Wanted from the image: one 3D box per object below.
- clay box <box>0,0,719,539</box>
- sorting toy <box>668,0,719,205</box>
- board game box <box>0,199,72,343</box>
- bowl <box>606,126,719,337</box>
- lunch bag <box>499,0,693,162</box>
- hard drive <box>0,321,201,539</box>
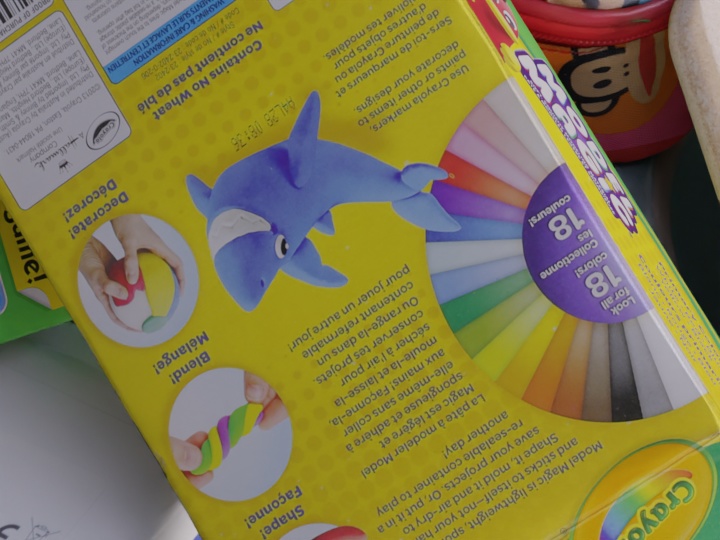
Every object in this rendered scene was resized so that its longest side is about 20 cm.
[{"bbox_3d":[0.000,0.000,0.651,0.115,0.048,0.201,-33,85,16],"label":"clay box"},{"bbox_3d":[0.151,0.009,0.724,0.199,0.036,0.186,-14,86,-52],"label":"sorting toy"},{"bbox_3d":[-0.149,-0.067,0.689,0.134,0.029,0.201,-18,101,-17],"label":"board game box"},{"bbox_3d":[0.084,0.025,0.762,0.200,0.105,0.202,22,51,-30],"label":"bowl"},{"bbox_3d":[0.030,-0.133,0.744,0.175,0.082,0.201,16,62,17],"label":"lunch bag"},{"bbox_3d":[-0.132,0.086,0.700,0.131,0.025,0.200,23,58,29],"label":"hard drive"}]
